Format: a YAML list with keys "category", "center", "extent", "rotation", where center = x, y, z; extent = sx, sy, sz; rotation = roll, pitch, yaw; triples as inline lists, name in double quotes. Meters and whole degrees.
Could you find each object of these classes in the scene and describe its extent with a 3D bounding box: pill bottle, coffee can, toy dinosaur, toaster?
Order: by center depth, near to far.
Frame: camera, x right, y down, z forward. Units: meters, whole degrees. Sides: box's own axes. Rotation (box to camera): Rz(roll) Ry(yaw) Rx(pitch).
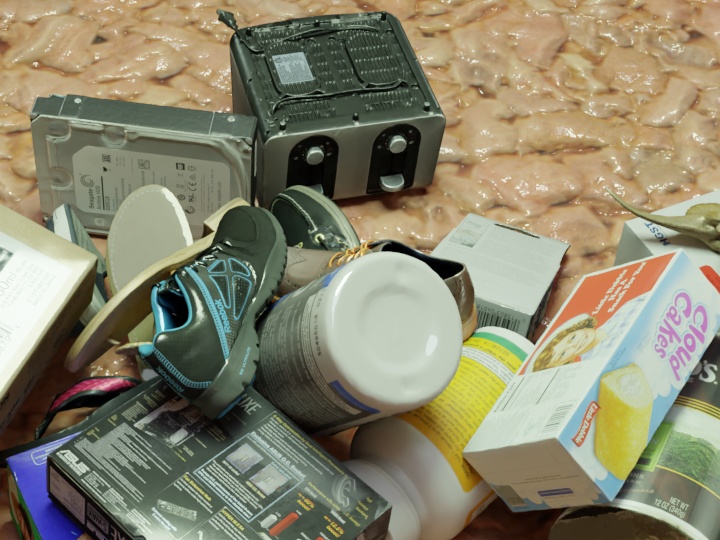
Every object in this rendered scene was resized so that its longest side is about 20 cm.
- category: "pill bottle"
  center: [-0.019, 0.062, 1.089]
  extent: [0.113, 0.200, 0.115]
  rotation: [8, 73, -27]
- category: "coffee can"
  center: [0.245, 0.160, 1.109]
  extent: [0.145, 0.147, 0.201]
  rotation: [22, 48, 16]
- category: "pill bottle"
  center: [0.063, 0.140, 1.135]
  extent: [0.112, 0.114, 0.199]
  rotation: [35, 53, 26]
- category: "toy dinosaur"
  center: [0.315, -0.036, 1.276]
  extent: [0.198, 0.059, 0.101]
  rotation: [-4, 31, -20]
- category: "toaster"
  center: [-0.033, -0.160, 1.411]
  extent: [0.179, 0.119, 0.201]
  rotation: [-9, 48, -15]

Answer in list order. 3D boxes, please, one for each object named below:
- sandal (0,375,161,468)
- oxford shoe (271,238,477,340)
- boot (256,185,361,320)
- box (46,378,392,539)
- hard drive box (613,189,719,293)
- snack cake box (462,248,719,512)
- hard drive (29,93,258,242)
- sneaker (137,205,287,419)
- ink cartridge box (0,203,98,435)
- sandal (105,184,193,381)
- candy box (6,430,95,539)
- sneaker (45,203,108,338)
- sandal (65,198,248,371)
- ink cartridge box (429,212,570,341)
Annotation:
- category: "sandal"
  center: [-0.200, 0.102, 1.153]
  extent: [0.198, 0.075, 0.045]
  rotation: [-26, 84, -12]
- category: "oxford shoe"
  center: [0.000, 0.000, 1.181]
  extent: [0.198, 0.073, 0.072]
  rotation: [10, 43, 16]
- category: "boot"
  center: [-0.069, 0.012, 1.262]
  extent: [0.152, 0.074, 0.204]
  rotation: [-14, 52, -30]
- category: "box"
  center: [-0.102, 0.163, 1.035]
  extent: [0.199, 0.050, 0.157]
  rotation: [36, 48, 25]
- category: "hard drive box"
  center: [0.355, 0.004, 1.320]
  extent: [0.198, 0.077, 0.156]
  rotation: [-19, 50, -22]
- category: "snack cake box"
  center: [0.176, 0.082, 1.085]
  extent: [0.067, 0.115, 0.200]
  rotation: [47, 59, -13]
- category: "hard drive"
  center: [-0.193, -0.086, 1.310]
  extent: [0.197, 0.141, 0.038]
  rotation: [8, 45, 1]
- category: "sneaker"
  center: [-0.108, 0.012, 1.084]
  extent: [0.082, 0.073, 0.201]
  rotation: [35, 36, -23]
- category: "ink cartridge box"
  center: [-0.312, 0.040, 1.066]
  extent: [0.163, 0.075, 0.201]
  rotation: [28, 56, 1]
- category: "sandal"
  center: [-0.170, 0.038, 1.250]
  extent: [0.077, 0.070, 0.214]
  rotation: [-12, 70, -5]
- category: "candy box"
  center: [-0.150, 0.206, 1.076]
  extent: [0.168, 0.078, 0.201]
  rotation: [-17, 49, -23]
- category: "sneaker"
  center: [-0.290, 0.021, 1.240]
  extent: [0.145, 0.077, 0.203]
  rotation: [-31, 22, 2]
- category: "sandal"
  center: [-0.137, 0.026, 1.164]
  extent: [0.069, 0.078, 0.212]
  rotation: [39, 55, 9]
- category: "ink cartridge box"
  center: [0.117, 0.010, 1.295]
  extent: [0.108, 0.051, 0.200]
  rotation: [18, 22, 12]
